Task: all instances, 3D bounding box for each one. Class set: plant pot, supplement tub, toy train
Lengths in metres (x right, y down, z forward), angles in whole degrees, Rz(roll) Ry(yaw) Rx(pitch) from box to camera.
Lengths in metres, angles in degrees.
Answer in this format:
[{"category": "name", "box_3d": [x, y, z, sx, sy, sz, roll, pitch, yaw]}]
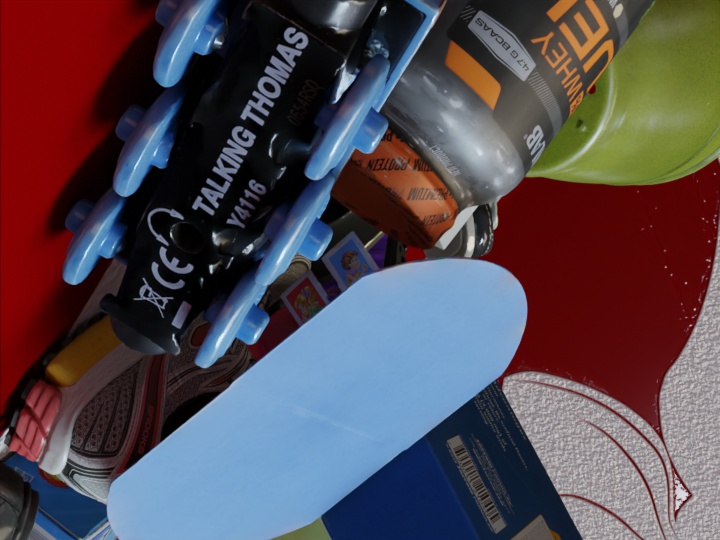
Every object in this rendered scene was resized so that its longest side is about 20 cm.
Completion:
[{"category": "plant pot", "box_3d": [0.150, -0.141, 1.047, 0.193, 0.200, 0.201, -23, 151, -55]}, {"category": "supplement tub", "box_3d": [0.052, -0.116, 0.676, 0.200, 0.122, 0.123, -53, 174, -8]}, {"category": "toy train", "box_3d": [-0.036, -0.051, 0.556, 0.200, 0.086, 0.114, -57, -179, 43]}]

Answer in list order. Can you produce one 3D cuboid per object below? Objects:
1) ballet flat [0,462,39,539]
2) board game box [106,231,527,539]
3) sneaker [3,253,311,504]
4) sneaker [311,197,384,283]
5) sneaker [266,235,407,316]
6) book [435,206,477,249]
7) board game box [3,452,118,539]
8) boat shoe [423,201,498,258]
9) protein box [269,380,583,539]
[{"category": "ballet flat", "box_3d": [-0.197, 0.141, 0.635, 0.200, 0.057, 0.067, -52, -157, 28]}, {"category": "board game box", "box_3d": [-0.022, 0.049, 0.664, 0.200, 0.039, 0.158, -39, 151, 13]}, {"category": "sneaker", "box_3d": [-0.080, 0.046, 0.739, 0.200, 0.082, 0.078, -46, 170, -46]}, {"category": "sneaker", "box_3d": [0.021, -0.079, 0.856, 0.200, 0.075, 0.106, -52, 173, -6]}, {"category": "sneaker", "box_3d": [0.000, 0.000, 0.990, 0.200, 0.099, 0.070, -53, 175, -36]}, {"category": "book", "box_3d": [0.072, -0.127, 0.805, 0.200, 0.048, 0.134, -51, 139, -16]}, {"category": "board game box", "box_3d": [-0.170, 0.161, 0.825, 0.200, 0.056, 0.196, -56, 174, 20]}, {"category": "boat shoe", "box_3d": [0.063, -0.045, 1.065, 0.200, 0.060, 0.074, -151, -122, -75]}, {"category": "protein box", "box_3d": [0.024, 0.145, 0.828, 0.135, 0.199, 0.200, -30, 172, 14]}]
